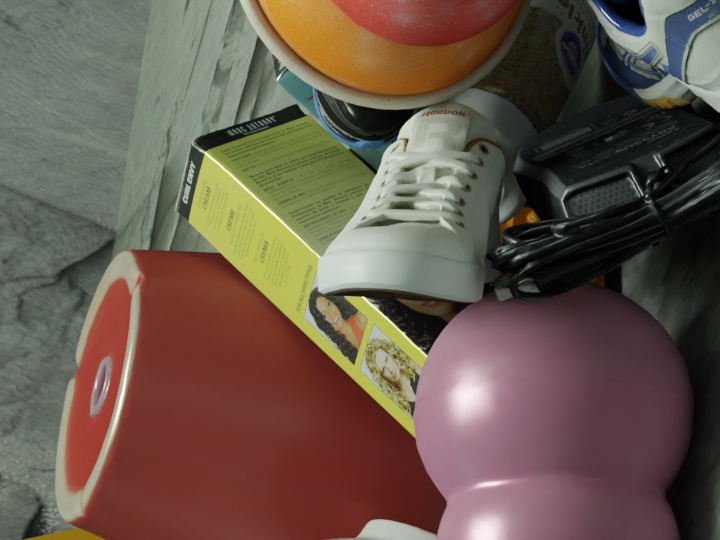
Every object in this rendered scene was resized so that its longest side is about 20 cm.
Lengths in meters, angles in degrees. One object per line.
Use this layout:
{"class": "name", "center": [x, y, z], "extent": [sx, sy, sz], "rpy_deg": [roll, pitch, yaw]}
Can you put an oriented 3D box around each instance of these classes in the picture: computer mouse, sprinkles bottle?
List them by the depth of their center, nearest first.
{"class": "computer mouse", "center": [0.118, -0.031, 1.131], "extent": [0.200, 0.138, 0.053], "rpy_deg": [-100, -13, -76]}
{"class": "sprinkles bottle", "center": [0.079, -0.106, 1.293], "extent": [0.200, 0.068, 0.068], "rpy_deg": [-64, -2, -46]}

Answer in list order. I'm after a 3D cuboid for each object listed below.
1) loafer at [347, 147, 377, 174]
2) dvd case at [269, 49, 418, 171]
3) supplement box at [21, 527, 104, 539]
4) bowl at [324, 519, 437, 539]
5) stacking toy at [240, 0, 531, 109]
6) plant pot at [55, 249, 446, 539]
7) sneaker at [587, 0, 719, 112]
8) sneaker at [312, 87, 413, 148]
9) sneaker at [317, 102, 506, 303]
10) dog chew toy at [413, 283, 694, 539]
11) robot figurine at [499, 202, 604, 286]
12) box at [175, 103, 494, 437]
{"class": "loafer", "center": [0.004, -0.024, 1.394], "extent": [0.071, 0.073, 0.200], "rpy_deg": [-39, -4, 2]}
{"class": "dvd case", "center": [-0.003, -0.117, 1.364], "extent": [0.022, 0.146, 0.201], "rpy_deg": [-39, 33, 17]}
{"class": "supplement box", "center": [-0.106, 0.258, 1.475], "extent": [0.133, 0.196, 0.201], "rpy_deg": [-96, -8, -54]}
{"class": "bowl", "center": [0.022, 0.178, 1.195], "extent": [0.095, 0.200, 0.201], "rpy_deg": [-64, 8, -18]}
{"class": "stacking toy", "center": [0.035, -0.159, 1.069], "extent": [0.200, 0.145, 0.147], "rpy_deg": [150, 131, -69]}
{"class": "plant pot", "center": [-0.054, 0.078, 1.312], "extent": [0.200, 0.176, 0.202], "rpy_deg": [-167, 90, -74]}
{"class": "sneaker", "center": [0.135, -0.119, 1.102], "extent": [0.075, 0.088, 0.200], "rpy_deg": [-54, 15, -2]}
{"class": "sneaker", "center": [0.005, -0.158, 1.212], "extent": [0.083, 0.070, 0.201], "rpy_deg": [-154, 61, -81]}
{"class": "sneaker", "center": [0.024, -0.030, 1.118], "extent": [0.200, 0.072, 0.085], "rpy_deg": [-35, -52, -80]}
{"class": "dog chew toy", "center": [0.086, 0.110, 1.104], "extent": [0.125, 0.124, 0.201], "rpy_deg": [132, 139, -67]}
{"class": "robot figurine", "center": [0.079, 0.025, 1.337], "extent": [0.200, 0.058, 0.146], "rpy_deg": [115, 162, -48]}
{"class": "box", "center": [0.000, 0.000, 1.246], "extent": [0.200, 0.075, 0.050], "rpy_deg": [41, 134, 29]}
